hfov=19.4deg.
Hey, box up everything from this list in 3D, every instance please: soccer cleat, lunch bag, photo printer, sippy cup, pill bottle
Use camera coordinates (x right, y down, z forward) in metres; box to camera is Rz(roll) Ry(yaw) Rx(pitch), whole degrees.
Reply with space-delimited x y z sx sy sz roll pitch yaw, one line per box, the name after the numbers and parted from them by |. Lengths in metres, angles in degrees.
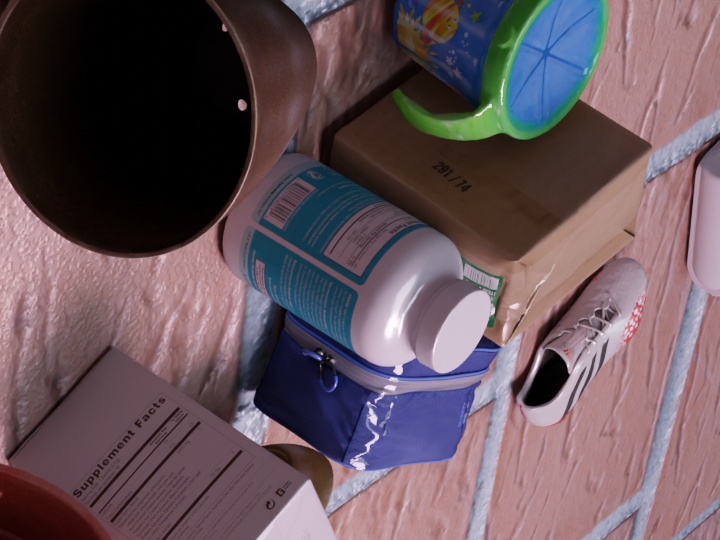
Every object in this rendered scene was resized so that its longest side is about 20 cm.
0.227 0.072 2.161 0.200 0.069 0.085 -55 156 2 | soccer cleat
0.014 0.075 1.749 0.200 0.136 0.133 -1 118 -56 | lunch bag
0.433 -0.076 2.341 0.166 0.069 0.200 -40 146 -30 | photo printer
0.100 -0.189 1.624 0.178 0.130 0.140 -24 135 -46 | sippy cup
0.000 0.000 1.587 0.111 0.200 0.111 -38 146 -32 | pill bottle

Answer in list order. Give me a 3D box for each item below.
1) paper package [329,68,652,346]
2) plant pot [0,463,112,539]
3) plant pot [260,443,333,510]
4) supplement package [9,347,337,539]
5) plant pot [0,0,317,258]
0.100 -0.068 1.679 0.190 0.200 0.104 -38 150 -31 | paper package
-0.280 0.265 1.425 0.200 0.201 0.196 -22 143 -48 | plant pot
-0.109 0.203 1.655 0.200 0.200 0.028 -46 114 -22 | plant pot
-0.134 0.173 1.538 0.120 0.200 0.121 -48 149 -19 | supplement package
-0.109 -0.122 1.351 0.200 0.186 0.188 -32 144 -63 | plant pot
